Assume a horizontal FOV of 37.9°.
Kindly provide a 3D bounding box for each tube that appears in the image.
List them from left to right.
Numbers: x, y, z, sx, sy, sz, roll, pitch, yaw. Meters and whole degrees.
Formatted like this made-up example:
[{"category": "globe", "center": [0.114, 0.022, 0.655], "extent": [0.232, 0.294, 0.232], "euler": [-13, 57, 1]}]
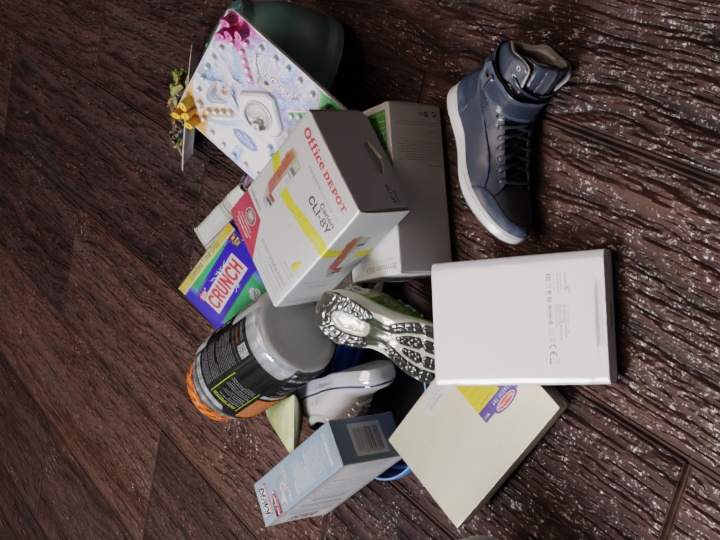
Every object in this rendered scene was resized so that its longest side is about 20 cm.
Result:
[{"category": "tube", "center": [-0.097, 0.197, 1.407], "extent": [0.058, 0.052, 0.200], "euler": [50, 173, -3]}]

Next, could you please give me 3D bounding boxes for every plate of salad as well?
[{"category": "plate of salad", "center": [-0.283, -0.259, 1.666], "extent": [0.200, 0.047, 0.202], "euler": [-174, 90, -81]}]

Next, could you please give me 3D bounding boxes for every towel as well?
[{"category": "towel", "center": [-0.138, -0.020, 1.476], "extent": [0.193, 0.034, 0.200], "euler": [55, 138, -2]}]

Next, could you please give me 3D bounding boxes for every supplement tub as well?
[{"category": "supplement tub", "center": [-0.133, 0.113, 1.342], "extent": [0.200, 0.122, 0.124], "euler": [-35, 63, 42]}]

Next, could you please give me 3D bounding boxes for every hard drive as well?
[{"category": "hard drive", "center": [0.167, 0.052, 1.092], "extent": [0.198, 0.025, 0.134], "euler": [-5, 85, 35]}]

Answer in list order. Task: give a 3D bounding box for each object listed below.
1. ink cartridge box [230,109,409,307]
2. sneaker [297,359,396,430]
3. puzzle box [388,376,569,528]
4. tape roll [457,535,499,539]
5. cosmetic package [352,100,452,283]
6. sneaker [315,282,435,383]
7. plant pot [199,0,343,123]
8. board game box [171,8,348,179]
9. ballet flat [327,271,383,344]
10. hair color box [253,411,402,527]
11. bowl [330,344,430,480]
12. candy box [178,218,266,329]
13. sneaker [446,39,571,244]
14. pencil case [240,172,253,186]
[{"category": "ink cartridge box", "center": [-0.052, -0.073, 1.230], "extent": [0.200, 0.083, 0.146], "euler": [-45, 63, 41]}, {"category": "sneaker", "center": [-0.011, 0.157, 1.293], "extent": [0.200, 0.072, 0.072], "euler": [-27, 78, 60]}, {"category": "puzzle box", "center": [0.127, 0.169, 1.159], "extent": [0.133, 0.025, 0.201], "euler": [50, 121, 27]}, {"category": "tape roll", "center": [0.102, 0.394, 1.092], "extent": [0.140, 0.201, 0.204], "euler": [54, 131, 37]}, {"category": "cosmetic package", "center": [0.043, -0.089, 1.257], "extent": [0.107, 0.084, 0.202], "euler": [-14, 78, 55]}, {"category": "sneaker", "center": [0.051, 0.060, 1.226], "extent": [0.198, 0.089, 0.077], "euler": [25, 123, 8]}, {"category": "plant pot", "center": [-0.131, -0.273, 1.389], "extent": [0.200, 0.133, 0.202], "euler": [-44, 32, 37]}, {"category": "board game box", "center": [-0.129, -0.193, 1.314], "extent": [0.200, 0.026, 0.200], "euler": [42, 138, -1]}, {"category": "ballet flat", "center": [0.000, 0.000, 1.324], "extent": [0.067, 0.068, 0.202], "euler": [-9, 60, 25]}, {"category": "hair color box", "center": [-0.041, 0.247, 1.300], "extent": [0.200, 0.098, 0.061], "euler": [-46, 56, 43]}, {"category": "bowl", "center": [0.033, 0.158, 1.313], "extent": [0.200, 0.039, 0.203], "euler": [2, 92, 53]}, {"category": "candy box", "center": [-0.128, 0.036, 1.426], "extent": [0.200, 0.077, 0.169], "euler": [47, 133, 4]}, {"category": "sneaker", "center": [0.165, -0.143, 1.099], "extent": [0.146, 0.076, 0.204], "euler": [-38, 60, 50]}, {"category": "pencil case", "center": [-0.084, -0.140, 1.437], "extent": [0.084, 0.086, 0.199], "euler": [50, 141, -10]}]
